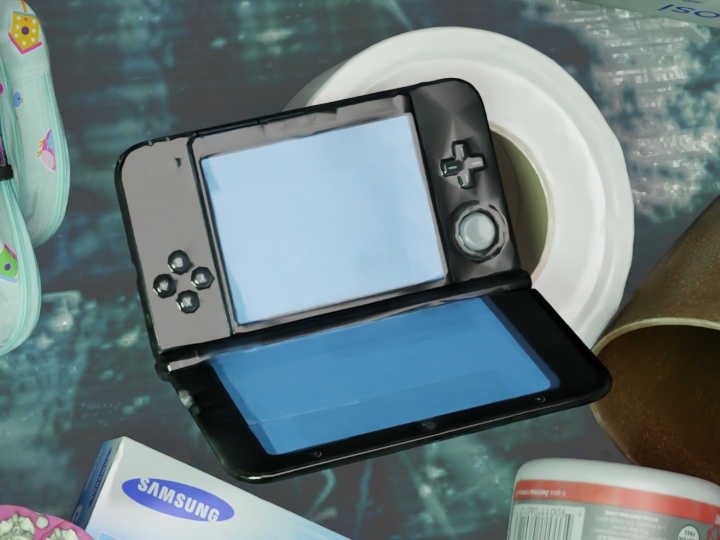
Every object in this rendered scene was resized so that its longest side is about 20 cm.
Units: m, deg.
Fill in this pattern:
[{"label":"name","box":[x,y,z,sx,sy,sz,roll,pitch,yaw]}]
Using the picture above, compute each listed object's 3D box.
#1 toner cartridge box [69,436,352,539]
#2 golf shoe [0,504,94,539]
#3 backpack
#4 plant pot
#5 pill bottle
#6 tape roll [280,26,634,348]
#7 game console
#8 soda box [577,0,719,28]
[{"label":"toner cartridge box","box":[-0.056,0.169,1.546,0.199,0.043,0.095,25,75,-15]},{"label":"golf shoe","box":[-0.206,0.140,1.466,0.199,0.092,0.075,24,71,22]},{"label":"backpack","box":[-0.232,-0.040,1.441,0.153,0.175,0.201,-13,100,-50]},{"label":"plant pot","box":[0.245,0.013,1.610,0.187,0.187,0.200,37,59,-11]},{"label":"pill bottle","box":[0.125,0.205,1.567,0.115,0.116,0.201,11,81,-18]},{"label":"tape roll","box":[0.041,-0.025,1.588,0.202,0.071,0.203,2,84,-19]},{"label":"game console","box":[0.000,0.000,1.472,0.199,0.116,0.177,-12,89,-18]},{"label":"soda box","box":[0.218,-0.169,1.667,0.199,0.068,0.064,8,82,-18]}]
